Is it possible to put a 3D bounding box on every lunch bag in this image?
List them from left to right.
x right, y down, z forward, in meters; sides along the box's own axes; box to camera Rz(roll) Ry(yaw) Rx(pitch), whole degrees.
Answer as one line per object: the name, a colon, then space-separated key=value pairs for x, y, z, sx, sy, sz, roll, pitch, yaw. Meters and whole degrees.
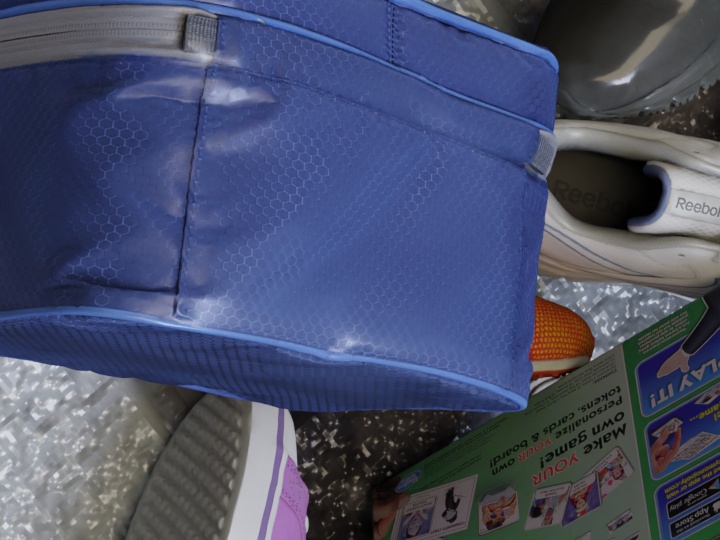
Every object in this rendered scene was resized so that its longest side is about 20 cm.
lunch bag: x=-0.029 y=-0.032 z=0.692 sx=0.200 sy=0.136 sz=0.133 roll=14 pitch=78 yaw=-42

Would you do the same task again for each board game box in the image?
board game box: x=0.088 y=0.084 z=0.771 sx=0.200 sy=0.135 sz=0.029 roll=-32 pitch=124 yaw=24

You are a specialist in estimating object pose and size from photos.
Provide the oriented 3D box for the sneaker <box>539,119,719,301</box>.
sneaker: x=0.136 y=-0.012 z=0.820 sx=0.199 sy=0.087 sz=0.075 roll=9 pitch=86 yaw=4

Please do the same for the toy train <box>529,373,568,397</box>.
toy train: x=0.160 y=0.015 z=0.887 sx=0.150 sy=0.056 sz=0.200 roll=38 pitch=92 yaw=6

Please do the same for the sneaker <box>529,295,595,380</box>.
sneaker: x=0.000 y=0.000 z=0.814 sx=0.200 sy=0.073 sz=0.077 roll=14 pitch=81 yaw=-24

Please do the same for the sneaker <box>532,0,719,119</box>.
sneaker: x=0.126 y=-0.142 z=0.829 sx=0.200 sy=0.076 sz=0.091 roll=-51 pitch=144 yaw=-17

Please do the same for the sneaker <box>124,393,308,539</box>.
sneaker: x=-0.028 y=0.144 z=0.801 sx=0.114 sy=0.073 sz=0.201 roll=22 pitch=62 yaw=-32
